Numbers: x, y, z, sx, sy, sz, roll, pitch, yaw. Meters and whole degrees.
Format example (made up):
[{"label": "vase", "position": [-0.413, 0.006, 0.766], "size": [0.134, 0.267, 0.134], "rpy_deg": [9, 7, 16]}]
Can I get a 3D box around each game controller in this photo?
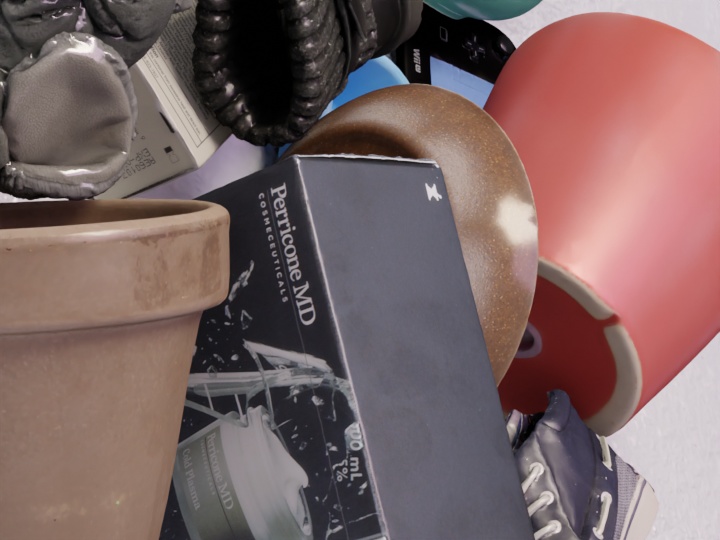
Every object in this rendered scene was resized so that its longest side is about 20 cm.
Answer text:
[{"label": "game controller", "position": [0.060, -0.067, 1.767], "size": [0.104, 0.042, 0.200], "rpy_deg": [28, 51, -45]}]

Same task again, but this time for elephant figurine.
[{"label": "elephant figurine", "position": [-0.172, -0.085, 1.363], "size": [0.155, 0.142, 0.200], "rpy_deg": [23, 80, -8]}]

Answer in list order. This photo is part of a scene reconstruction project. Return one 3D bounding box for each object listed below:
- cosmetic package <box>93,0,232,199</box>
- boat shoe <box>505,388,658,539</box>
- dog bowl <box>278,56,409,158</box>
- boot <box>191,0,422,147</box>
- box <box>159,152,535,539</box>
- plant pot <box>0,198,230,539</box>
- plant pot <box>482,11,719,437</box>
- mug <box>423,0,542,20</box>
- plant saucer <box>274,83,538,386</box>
[{"label": "cosmetic package", "position": [-0.092, -0.129, 1.559], "size": [0.104, 0.073, 0.200], "rpy_deg": [59, 35, -14]}, {"label": "boat shoe", "position": [0.090, 0.145, 1.530], "size": [0.093, 0.075, 0.200], "rpy_deg": [50, 30, -15]}, {"label": "dog bowl", "position": [-0.012, -0.042, 1.646], "size": [0.111, 0.050, 0.200], "rpy_deg": [40, 43, -36]}, {"label": "boot", "position": [-0.045, -0.180, 1.508], "size": [0.158, 0.079, 0.211], "rpy_deg": [-39, 108, -56]}, {"label": "box", "position": [-0.046, 0.070, 1.408], "size": [0.124, 0.196, 0.200], "rpy_deg": [1, 72, -54]}, {"label": "plant pot", "position": [-0.150, 0.061, 1.297], "size": [0.200, 0.200, 0.175], "rpy_deg": [-10, 98, -56]}, {"label": "plant pot", "position": [0.124, -0.013, 1.643], "size": [0.201, 0.200, 0.177], "rpy_deg": [55, 47, -20]}, {"label": "mug", "position": [0.067, -0.218, 1.772], "size": [0.152, 0.114, 0.185], "rpy_deg": [43, 14, 23]}, {"label": "plant saucer", "position": [0.000, 0.000, 1.488], "size": [0.037, 0.200, 0.201], "rpy_deg": [18, 59, -48]}]
